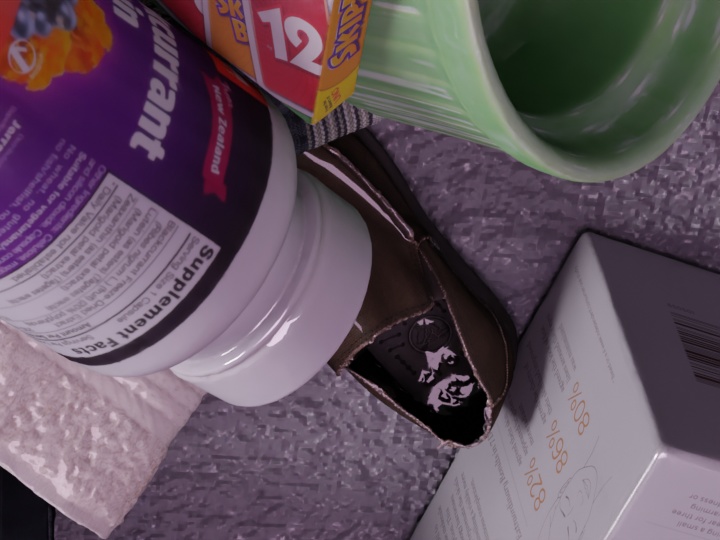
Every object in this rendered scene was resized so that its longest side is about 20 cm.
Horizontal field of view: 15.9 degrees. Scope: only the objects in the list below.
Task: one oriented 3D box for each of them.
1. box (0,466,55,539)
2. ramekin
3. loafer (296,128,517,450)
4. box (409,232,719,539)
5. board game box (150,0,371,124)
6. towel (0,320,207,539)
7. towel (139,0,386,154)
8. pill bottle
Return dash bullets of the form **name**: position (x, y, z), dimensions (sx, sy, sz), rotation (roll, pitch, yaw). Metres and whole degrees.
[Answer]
- **box**: position (-0.222, 0.176, 1.041), dimensions (0.199, 0.197, 0.118), rotation (0, 123, -8)
- **ramekin**: position (0.053, -0.136, 0.876), dimensions (0.097, 0.200, 0.200), rotation (12, 134, 36)
- **loafer**: position (0.000, 0.000, 1.030), dimensions (0.073, 0.071, 0.200), rotation (-39, 120, 18)
- **box**: position (0.109, 0.115, 1.075), dimensions (0.106, 0.152, 0.200), rotation (16, 121, -19)
- **board game box**: position (-0.031, -0.136, 0.774), dimensions (0.095, 0.030, 0.200), rotation (38, 146, 17)
- **towel**: position (-0.127, -0.008, 0.946), dimensions (0.200, 0.034, 0.133), rotation (40, 84, -22)
- **towel**: position (-0.073, -0.115, 0.894), dimensions (0.192, 0.035, 0.200), rotation (-22, 125, -15)
- **pill bottle**: position (-0.091, -0.034, 0.839), dimensions (0.111, 0.112, 0.200), rotation (-41, 129, 19)
